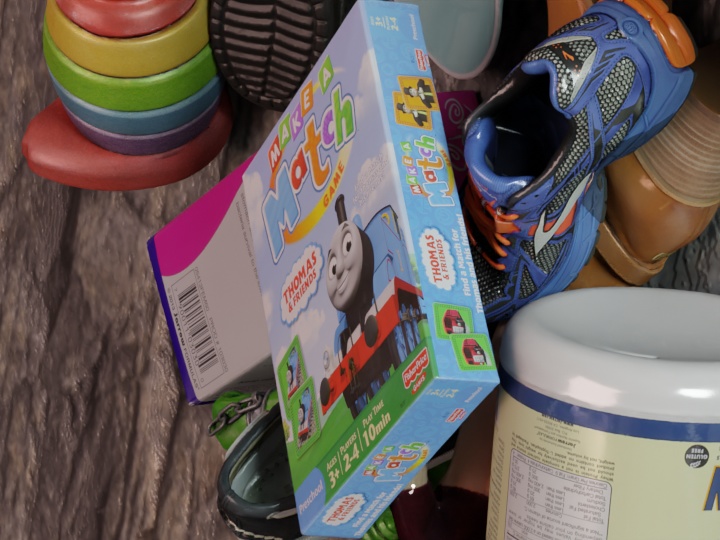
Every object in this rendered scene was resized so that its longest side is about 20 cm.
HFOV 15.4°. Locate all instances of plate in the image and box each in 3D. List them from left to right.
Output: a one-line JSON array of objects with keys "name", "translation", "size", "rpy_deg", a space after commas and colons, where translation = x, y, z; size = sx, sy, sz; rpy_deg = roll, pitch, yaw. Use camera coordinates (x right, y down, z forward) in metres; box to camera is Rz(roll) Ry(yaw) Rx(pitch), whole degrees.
[{"name": "plate", "translation": [0.036, -0.194, 1.329], "size": [0.200, 0.026, 0.200], "rpy_deg": [162, 90, -76]}]

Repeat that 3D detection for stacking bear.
[{"name": "stacking bear", "translation": [-0.130, -0.147, 1.484], "size": [0.114, 0.122, 0.200], "rpy_deg": [17, 146, 13]}]

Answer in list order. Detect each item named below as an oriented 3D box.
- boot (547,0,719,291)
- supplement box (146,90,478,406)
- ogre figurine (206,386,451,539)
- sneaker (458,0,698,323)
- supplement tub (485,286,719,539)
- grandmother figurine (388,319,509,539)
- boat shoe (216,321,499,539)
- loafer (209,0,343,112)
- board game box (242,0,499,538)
[{"name": "boot", "translation": [0.101, -0.090, 1.258], "size": [0.200, 0.074, 0.155], "rpy_deg": [65, 146, 28]}, {"name": "supplement box", "translation": [-0.017, -0.010, 1.414], "size": [0.200, 0.103, 0.101], "rpy_deg": [-34, 67, 54]}, {"name": "ogre figurine", "translation": [0.018, 0.122, 1.389], "size": [0.120, 0.098, 0.200], "rpy_deg": [-43, 69, 38]}, {"name": "sneaker", "translation": [0.072, -0.047, 1.192], "size": [0.075, 0.078, 0.200], "rpy_deg": [51, 139, 25]}, {"name": "supplement tub", "translation": [0.128, 0.119, 1.190], "size": [0.145, 0.145, 0.200], "rpy_deg": [23, 115, 51]}, {"name": "grandmother figurine", "translation": [0.056, 0.111, 1.259], "size": [0.061, 0.121, 0.200], "rpy_deg": [-3, 61, 54]}, {"name": "boat shoe", "translation": [0.016, 0.065, 1.308], "size": [0.076, 0.200, 0.060], "rpy_deg": [43, 168, 22]}, {"name": "loafer", "translation": [-0.033, -0.177, 1.447], "size": [0.073, 0.071, 0.200], "rpy_deg": [19, 129, 16]}, {"name": "board game box", "translation": [0.000, 0.000, 1.230], "size": [0.151, 0.037, 0.200], "rpy_deg": [127, 141, -49]}]
